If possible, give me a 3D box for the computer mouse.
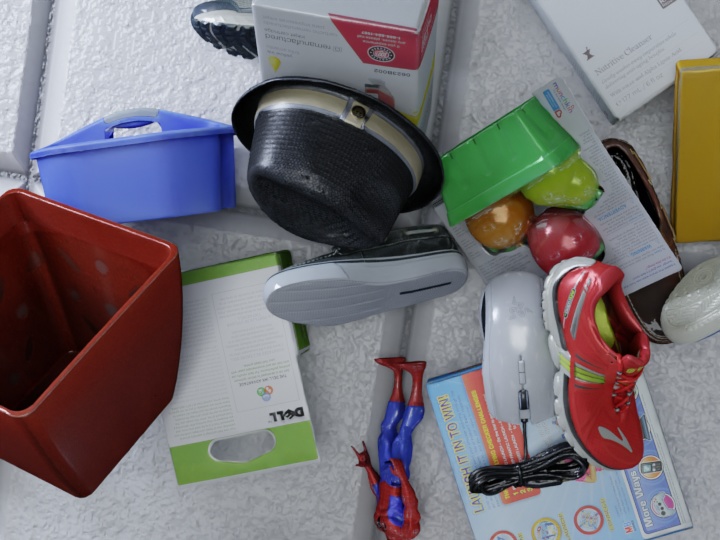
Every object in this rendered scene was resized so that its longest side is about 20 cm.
[{"bbox_3d":[0.143,0.101,1.095,0.109,0.044,0.201,-6,94,8],"label":"computer mouse"}]

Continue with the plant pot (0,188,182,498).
[{"bbox_3d":[-0.270,0.077,1.065,0.199,0.177,0.200,19,53,26],"label":"plant pot"}]

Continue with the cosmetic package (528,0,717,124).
[{"bbox_3d":[0.223,-0.247,1.120,0.113,0.081,0.200,-35,88,8],"label":"cosmetic package"}]

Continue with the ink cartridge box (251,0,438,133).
[{"bbox_3d":[-0.010,-0.183,1.084,0.145,0.200,0.084,11,60,8],"label":"ink cartridge box"}]

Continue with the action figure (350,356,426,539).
[{"bbox_3d":[0.030,0.185,1.163,0.052,0.065,0.201,-1,92,-36],"label":"action figure"}]

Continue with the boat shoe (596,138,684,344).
[{"bbox_3d":[0.254,-0.025,1.127,0.070,0.070,0.200,-22,90,2],"label":"boat shoe"}]

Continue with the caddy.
[{"bbox_3d":[-0.207,-0.099,1.147,0.199,0.141,0.105,-6,96,7],"label":"caddy"}]

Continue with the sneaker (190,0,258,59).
[{"bbox_3d":[-0.062,-0.255,1.169,0.199,0.078,0.087,-3,76,3],"label":"sneaker"}]

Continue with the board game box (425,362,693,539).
[{"bbox_3d":[0.184,0.168,1.147,0.195,0.056,0.201,-18,89,7],"label":"board game box"}]

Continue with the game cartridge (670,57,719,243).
[{"bbox_3d":[0.380,-0.111,1.089,0.199,0.032,0.177,-4,122,4],"label":"game cartridge"}]

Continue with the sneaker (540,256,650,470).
[{"bbox_3d":[0.212,0.086,1.049,0.077,0.085,0.200,-28,107,-34],"label":"sneaker"}]

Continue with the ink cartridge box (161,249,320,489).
[{"bbox_3d":[-0.123,0.093,1.174,0.147,0.076,0.201,-12,91,7],"label":"ink cartridge box"}]

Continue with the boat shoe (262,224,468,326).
[{"bbox_3d":[0.000,0.000,1.140,0.199,0.072,0.071,-7,53,-22],"label":"boat shoe"}]

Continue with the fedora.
[{"bbox_3d":[-0.030,-0.080,1.079,0.200,0.201,0.092,16,62,6],"label":"fedora"}]

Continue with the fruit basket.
[{"bbox_3d":[0.167,-0.051,1.114,0.185,0.094,0.200,-31,100,39],"label":"fruit basket"}]

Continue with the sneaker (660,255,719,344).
[{"bbox_3d":[0.372,0.019,1.094,0.200,0.077,0.111,-41,121,5],"label":"sneaker"}]
